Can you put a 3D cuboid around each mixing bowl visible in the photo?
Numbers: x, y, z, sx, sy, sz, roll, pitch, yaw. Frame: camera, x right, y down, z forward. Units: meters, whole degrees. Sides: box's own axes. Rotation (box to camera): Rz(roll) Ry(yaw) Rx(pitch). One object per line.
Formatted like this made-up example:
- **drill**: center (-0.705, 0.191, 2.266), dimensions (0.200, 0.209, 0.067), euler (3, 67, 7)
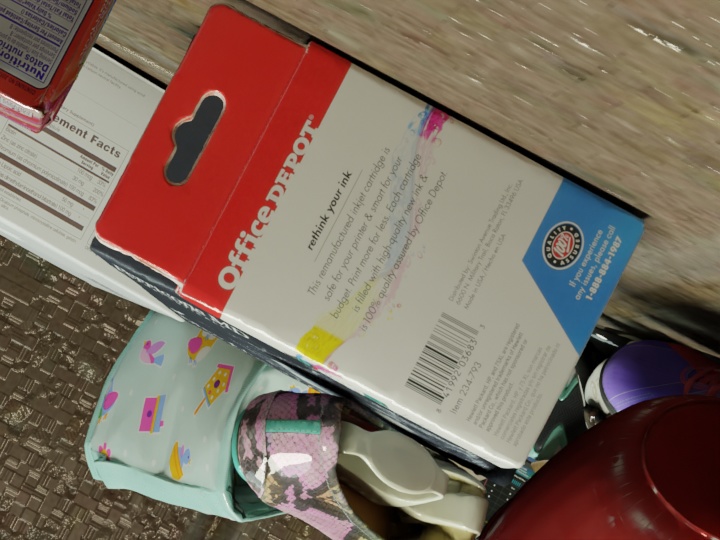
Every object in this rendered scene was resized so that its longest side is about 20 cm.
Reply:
- **mixing bowl**: center (0.158, 0.131, 1.284), dimensions (0.199, 0.109, 0.201), euler (11, -140, -9)

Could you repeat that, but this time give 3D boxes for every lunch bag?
- **lunch bag**: center (-0.053, 0.060, 1.579), dimensions (0.170, 0.200, 0.122), euler (11, 144, 54)

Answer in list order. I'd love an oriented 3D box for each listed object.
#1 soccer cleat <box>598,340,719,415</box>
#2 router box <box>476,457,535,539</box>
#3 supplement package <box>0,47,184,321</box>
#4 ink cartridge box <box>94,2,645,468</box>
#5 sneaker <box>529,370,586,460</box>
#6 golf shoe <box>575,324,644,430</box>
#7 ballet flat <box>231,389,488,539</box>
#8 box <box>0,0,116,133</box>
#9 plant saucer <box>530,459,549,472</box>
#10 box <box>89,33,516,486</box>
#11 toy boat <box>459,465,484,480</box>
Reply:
- **soccer cleat**: center (0.210, 0.080, 1.384), dimensions (0.199, 0.068, 0.073), euler (30, 154, 22)
- **router box**: center (0.056, 0.113, 2.020), dimensions (0.199, 0.150, 0.062), euler (30, 175, -24)
- **supplement package**: center (-0.168, -0.063, 1.621), dimensions (0.155, 0.111, 0.200), euler (30, 176, -21)
- **ink cartridge box**: center (0.002, -0.014, 1.143), dimensions (0.199, 0.117, 0.067), euler (28, 176, -2)
- **sneaker**: center (0.127, 0.090, 1.905), dimensions (0.200, 0.078, 0.140), euler (30, -177, 43)
- **golf shoe**: center (0.158, 0.094, 1.477), dimensions (0.094, 0.078, 0.200), euler (41, -173, -25)
- **ballet flat**: center (0.016, 0.104, 1.305), dimensions (0.071, 0.070, 0.200), euler (0, 160, 32)
- **box**: center (-0.168, -0.135, 0.899), dimensions (0.199, 0.100, 0.095), euler (28, 175, -6)
- **plant saucer**: center (0.210, 0.151, 1.808), dimensions (0.199, 0.036, 0.200), euler (5, 172, 1)
- **box**: center (0.000, 0.000, 1.317), dimensions (0.196, 0.118, 0.200), euler (27, 174, 14)
- **toy boat**: center (0.033, 0.045, 1.771), dimensions (0.199, 0.131, 0.131), euler (28, -154, -1)
